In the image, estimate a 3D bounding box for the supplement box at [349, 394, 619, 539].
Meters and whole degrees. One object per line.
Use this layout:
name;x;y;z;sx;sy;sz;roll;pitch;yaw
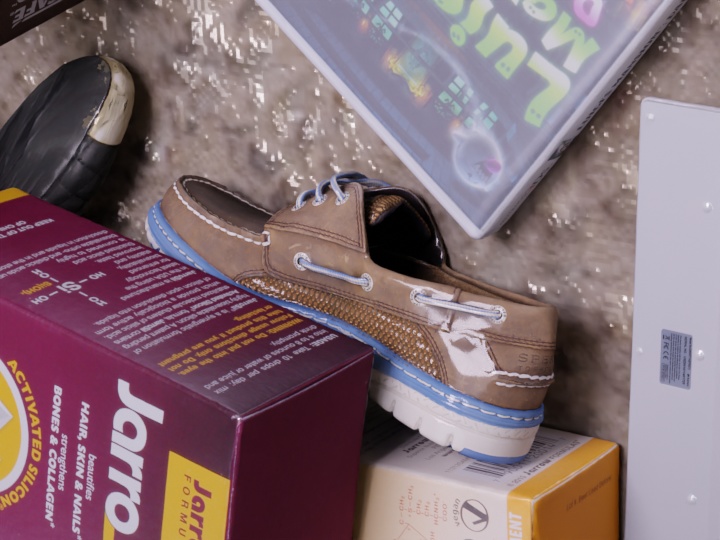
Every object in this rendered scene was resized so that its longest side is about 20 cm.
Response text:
supplement box;0.006;0.122;0.924;0.199;0.073;0.127;9;110;34

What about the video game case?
video game case;0.030;-0.142;0.845;0.200;0.023;0.182;48;128;13

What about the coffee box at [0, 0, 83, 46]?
coffee box;-0.187;-0.193;0.918;0.200;0.113;0.080;46;143;15

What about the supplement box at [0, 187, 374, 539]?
supplement box;-0.100;0.056;0.879;0.199;0.085;0.111;23;118;31

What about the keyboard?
keyboard;0.128;0.035;0.847;0.056;0.011;0.202;15;114;37

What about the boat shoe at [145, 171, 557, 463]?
boat shoe;0.000;0.000;0.895;0.199;0.072;0.073;30;106;26

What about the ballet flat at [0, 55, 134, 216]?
ballet flat;-0.149;-0.019;1.013;0.200;0.056;0.067;-55;36;32
